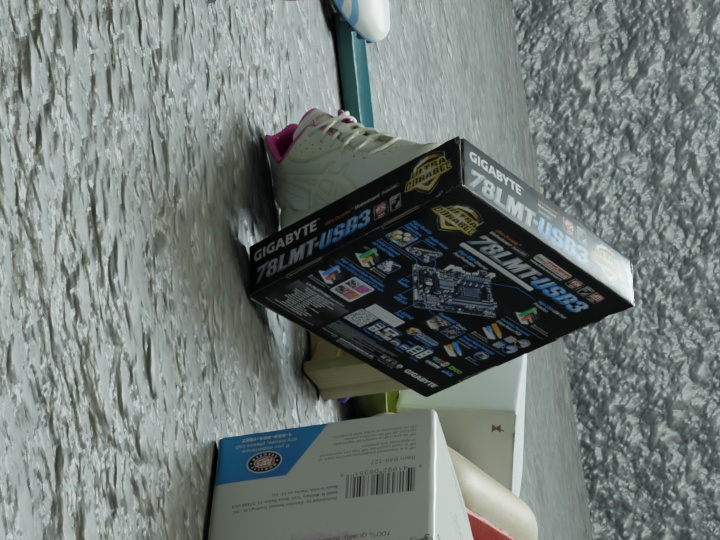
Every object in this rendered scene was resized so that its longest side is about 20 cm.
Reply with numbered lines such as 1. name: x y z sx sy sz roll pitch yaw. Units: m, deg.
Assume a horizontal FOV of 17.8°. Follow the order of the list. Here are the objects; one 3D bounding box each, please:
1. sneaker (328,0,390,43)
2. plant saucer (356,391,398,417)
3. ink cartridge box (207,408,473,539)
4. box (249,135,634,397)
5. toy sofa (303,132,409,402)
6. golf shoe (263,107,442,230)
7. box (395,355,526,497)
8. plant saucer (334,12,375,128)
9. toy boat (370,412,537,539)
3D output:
1. sneaker: -0.001 -0.301 2.043 0.072 0.072 0.201 -36 116 -61
2. plant saucer: 0.015 0.038 1.939 0.200 0.031 0.201 1 90 -85
3. ink cartridge box: -0.010 0.214 1.429 0.201 0.146 0.145 -85 164 -48
4. box: 0.058 0.004 1.627 0.200 0.198 0.050 31 44 -39
5. toy sofa: 0.000 0.000 1.819 0.098 0.082 0.201 56 28 -65
6. golf shoe: -0.009 -0.077 1.665 0.075 0.200 0.092 -26 97 -35
7. box: 0.092 0.151 2.068 0.200 0.106 0.153 -71 163 -68
8. plant saucer: -0.001 -0.139 2.094 0.070 0.019 0.201 34 50 -76
9. toy boat: 0.053 0.212 1.883 0.131 0.130 0.200 -55 140 -1
